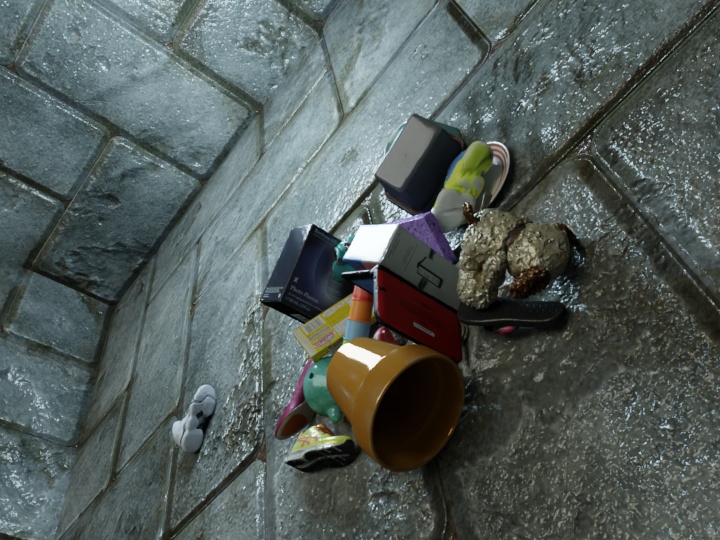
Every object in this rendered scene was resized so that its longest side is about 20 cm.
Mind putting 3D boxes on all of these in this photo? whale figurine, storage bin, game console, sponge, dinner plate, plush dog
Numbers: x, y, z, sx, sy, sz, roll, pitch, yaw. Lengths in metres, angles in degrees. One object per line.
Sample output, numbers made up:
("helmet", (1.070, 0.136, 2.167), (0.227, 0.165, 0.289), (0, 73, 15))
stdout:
("whale figurine", (-0.042, 0.234, 1.331), (0.200, 0.104, 0.160), (-15, 51, 50))
("storage bin", (0.114, -0.237, 1.377), (0.145, 0.134, 0.200), (35, 94, 24))
("game console", (0.070, 0.083, 1.152), (0.119, 0.200, 0.173), (-39, 35, 35))
("sponge", (0.108, -0.055, 1.342), (0.030, 0.112, 0.200), (-34, 13, -27))
("dinner plate", (0.238, -0.177, 1.342), (0.200, 0.024, 0.201), (-38, 35, 34))
("plush dog", (0.253, -0.038, 1.036), (0.171, 0.161, 0.200), (16, 54, 39))

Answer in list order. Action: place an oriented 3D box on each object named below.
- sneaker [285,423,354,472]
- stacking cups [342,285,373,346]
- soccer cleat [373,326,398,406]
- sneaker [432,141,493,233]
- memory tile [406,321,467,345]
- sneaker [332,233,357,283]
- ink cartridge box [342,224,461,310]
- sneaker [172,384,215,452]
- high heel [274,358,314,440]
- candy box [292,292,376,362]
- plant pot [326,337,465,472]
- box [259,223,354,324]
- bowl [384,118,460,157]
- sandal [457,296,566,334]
("sneaker", (-0.080, 0.351, 1.316), (0.200, 0.078, 0.091), (-25, 36, 45))
("stacking cups", (-0.003, 0.116, 1.256), (0.060, 0.060, 0.201), (8, 85, 60))
("soccer cleat", (0.033, 0.200, 1.242), (0.076, 0.067, 0.201), (-27, 45, 31))
("sneaker", (0.202, -0.168, 1.315), (0.200, 0.076, 0.105), (-58, 9, 5))
("memory tile", (0.121, 0.179, 1.208), (0.153, 0.017, 0.201), (10, 72, 61))
("sneaker", (0.000, 0.000, 1.413), (0.120, 0.084, 0.200), (-23, 48, -20))
("ink cartridge box", (0.090, -0.002, 1.235), (0.146, 0.200, 0.085), (5, 65, 59))
("sneaker", (-0.504, 0.440, 1.924), (0.115, 0.075, 0.201), (-15, 55, 50))
("high heel", (-0.137, 0.290, 1.472), (0.200, 0.067, 0.096), (-48, 37, -8))
("candy box", (-0.043, 0.114, 1.409), (0.200, 0.026, 0.102), (-32, 42, -12))
("plant pot", (0.041, 0.203, 1.084), (0.183, 0.200, 0.201), (24, 85, 50))
("box", (-0.096, 0.025, 1.513), (0.123, 0.200, 0.199), (-6, 59, 57))
("bowl", (0.131, -0.282, 1.532), (0.201, 0.105, 0.201), (-39, 35, 35))
("sandal", (0.244, 0.080, 1.058), (0.200, 0.045, 0.075), (1, 36, 44))
